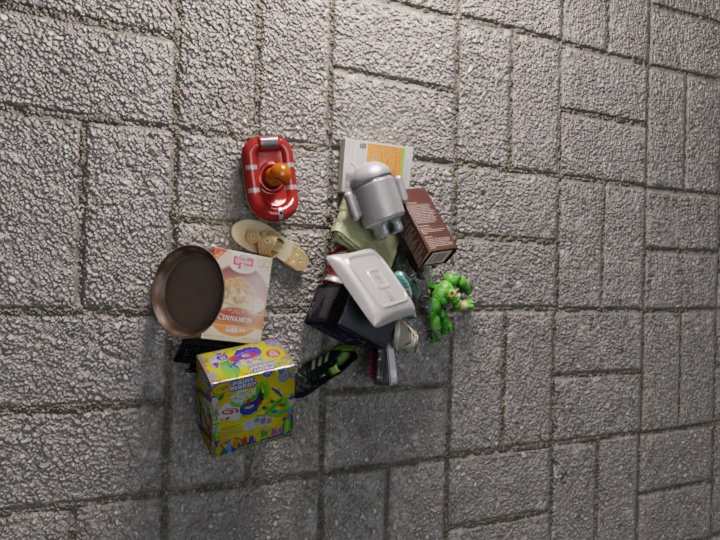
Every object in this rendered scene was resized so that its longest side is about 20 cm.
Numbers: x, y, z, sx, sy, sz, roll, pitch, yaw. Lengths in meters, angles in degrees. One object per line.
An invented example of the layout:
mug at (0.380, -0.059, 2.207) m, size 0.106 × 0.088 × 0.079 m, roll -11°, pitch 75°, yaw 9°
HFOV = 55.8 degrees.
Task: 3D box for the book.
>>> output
book at (0.039, -0.262, 1.771) m, size 0.195 × 0.048 × 0.138 m, roll 3°, pitch 92°, yaw -27°

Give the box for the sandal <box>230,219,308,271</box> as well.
sandal at (-0.205, -0.063, 1.627) m, size 0.209 × 0.069 × 0.079 m, roll 30°, pitch 75°, yaw -25°

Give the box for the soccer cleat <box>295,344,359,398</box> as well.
soccer cleat at (-0.091, 0.248, 1.685) m, size 0.198 × 0.081 × 0.069 m, roll -34°, pitch 105°, yaw -22°

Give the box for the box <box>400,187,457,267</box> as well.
box at (0.156, -0.113, 1.751) m, size 0.098 × 0.075 × 0.203 m, roll -7°, pitch 60°, yaw -33°

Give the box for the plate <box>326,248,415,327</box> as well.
plate at (0.035, 0.028, 1.583) m, size 0.202 × 0.032 × 0.198 m, roll 55°, pitch 30°, yaw 15°

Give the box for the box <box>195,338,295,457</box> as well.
box at (-0.260, 0.284, 1.539) m, size 0.195 × 0.122 × 0.197 m, roll -8°, pitch 118°, yaw -28°

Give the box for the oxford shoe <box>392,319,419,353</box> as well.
oxford shoe at (0.113, 0.166, 1.684) m, size 0.056 × 0.200 × 0.077 m, roll 6°, pitch 74°, yaw 14°

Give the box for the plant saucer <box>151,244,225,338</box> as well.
plant saucer at (-0.374, 0.047, 1.498) m, size 0.032 × 0.195 × 0.206 m, roll 15°, pitch 82°, yaw -65°

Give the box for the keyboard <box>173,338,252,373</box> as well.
keyboard at (-0.323, 0.208, 1.554) m, size 0.196 × 0.040 × 0.105 m, roll 10°, pitch 128°, yaw -30°

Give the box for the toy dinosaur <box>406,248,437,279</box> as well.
toy dinosaur at (0.152, -0.036, 1.800) m, size 0.199 × 0.076 × 0.104 m, roll -38°, pitch 107°, yaw -48°

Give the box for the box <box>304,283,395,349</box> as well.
box at (-0.024, 0.110, 1.652) m, size 0.146 × 0.199 × 0.106 m, roll 29°, pitch 75°, yaw -24°

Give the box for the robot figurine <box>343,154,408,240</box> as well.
robot figurine at (0.041, -0.182, 1.688) m, size 0.166 × 0.113 × 0.205 m, roll -20°, pitch 90°, yaw -24°

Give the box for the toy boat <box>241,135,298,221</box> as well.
toy boat at (-0.201, -0.218, 1.594) m, size 0.128 × 0.130 × 0.206 m, roll -9°, pitch 95°, yaw -27°

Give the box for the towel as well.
towel at (0.016, -0.090, 1.735) m, size 0.198 × 0.036 × 0.151 m, roll 36°, pitch 48°, yaw -22°

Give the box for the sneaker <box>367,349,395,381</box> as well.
sneaker at (0.054, 0.203, 1.770) m, size 0.079 × 0.089 × 0.204 m, roll 11°, pitch 64°, yaw 1°

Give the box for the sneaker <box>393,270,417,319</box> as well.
sneaker at (0.111, 0.044, 1.761) m, size 0.076 × 0.201 × 0.093 m, roll 9°, pitch 62°, yaw 15°

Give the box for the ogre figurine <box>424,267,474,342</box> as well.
ogre figurine at (0.235, 0.086, 1.855) m, size 0.199 × 0.098 × 0.121 m, roll -40°, pitch 126°, yaw -6°

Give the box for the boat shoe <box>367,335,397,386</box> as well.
boat shoe at (0.046, 0.188, 1.694) m, size 0.064 × 0.070 × 0.205 m, roll -5°, pitch 72°, yaw -8°

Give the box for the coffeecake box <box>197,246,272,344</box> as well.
coffeecake box at (-0.296, 0.059, 1.570) m, size 0.151 × 0.072 × 0.206 m, roll 10°, pitch 86°, yaw -35°

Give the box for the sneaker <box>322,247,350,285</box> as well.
sneaker at (0.000, 0.000, 1.736) m, size 0.197 × 0.077 × 0.119 m, roll 18°, pitch 75°, yaw -37°
